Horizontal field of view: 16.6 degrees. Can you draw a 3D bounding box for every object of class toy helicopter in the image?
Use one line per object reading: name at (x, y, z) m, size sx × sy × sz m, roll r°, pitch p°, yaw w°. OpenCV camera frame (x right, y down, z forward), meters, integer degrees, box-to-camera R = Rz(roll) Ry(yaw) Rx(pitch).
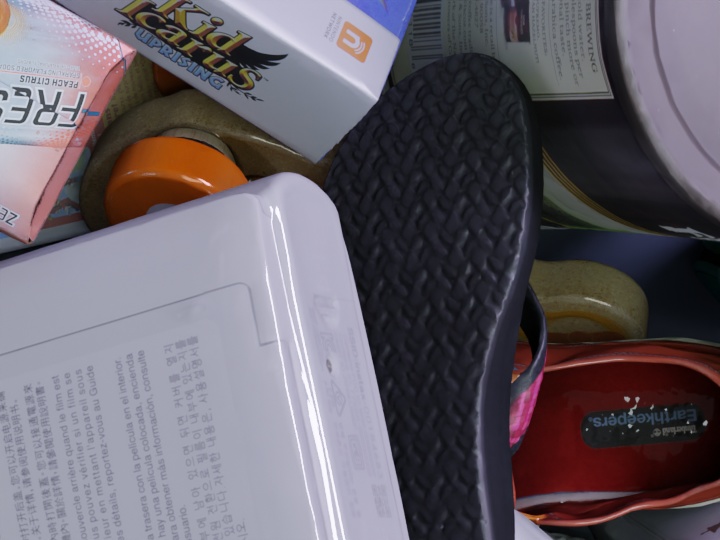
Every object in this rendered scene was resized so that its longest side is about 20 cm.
toy helicopter at (0.000, 0.000, 0.845) m, size 0.200 × 0.132 × 0.079 m, roll 18°, pitch 51°, yaw -5°

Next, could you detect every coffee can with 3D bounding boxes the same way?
coffee can at (0.106, -0.083, 0.813) m, size 0.146 × 0.200 × 0.147 m, roll -1°, pitch 94°, yaw -20°

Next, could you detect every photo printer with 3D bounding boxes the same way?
photo printer at (-0.088, 0.075, 0.755) m, size 0.200 × 0.069 × 0.167 m, roll -17°, pitch 78°, yaw 22°

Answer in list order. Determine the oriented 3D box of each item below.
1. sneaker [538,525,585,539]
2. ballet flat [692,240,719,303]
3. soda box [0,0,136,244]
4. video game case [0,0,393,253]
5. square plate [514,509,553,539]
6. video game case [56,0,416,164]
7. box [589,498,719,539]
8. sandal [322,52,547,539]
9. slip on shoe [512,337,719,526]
sneaker at (0.048, 0.115, 0.897) m, size 0.081 × 0.075 × 0.200 m, roll -39°, pitch 109°, yaw -17°
ballet flat at (0.157, 0.001, 0.839) m, size 0.070 × 0.200 × 0.067 m, roll -42°, pitch 96°, yaw 7°
soda box at (-0.121, -0.055, 0.751) m, size 0.068 × 0.200 × 0.064 m, roll 29°, pitch 88°, yaw -12°
video game case at (-0.091, -0.087, 0.868) m, size 0.199 × 0.017 × 0.143 m, roll -13°, pitch 98°, yaw -12°
square plate at (0.057, 0.212, 0.770) m, size 0.200 × 0.028 × 0.198 m, roll 42°, pitch 82°, yaw -8°
video game case at (-0.051, -0.160, 0.803) m, size 0.181 × 0.045 × 0.200 m, roll 32°, pitch 50°, yaw -15°
box at (0.182, 0.143, 0.882) m, size 0.106 × 0.152 × 0.200 m, roll -30°, pitch 101°, yaw -7°
sandal at (0.025, 0.033, 0.768) m, size 0.075 × 0.045 × 0.201 m, roll 0°, pitch 85°, yaw 31°
slip on shoe at (0.038, 0.057, 0.807) m, size 0.199 × 0.061 × 0.074 m, roll -6°, pitch 88°, yaw 8°
